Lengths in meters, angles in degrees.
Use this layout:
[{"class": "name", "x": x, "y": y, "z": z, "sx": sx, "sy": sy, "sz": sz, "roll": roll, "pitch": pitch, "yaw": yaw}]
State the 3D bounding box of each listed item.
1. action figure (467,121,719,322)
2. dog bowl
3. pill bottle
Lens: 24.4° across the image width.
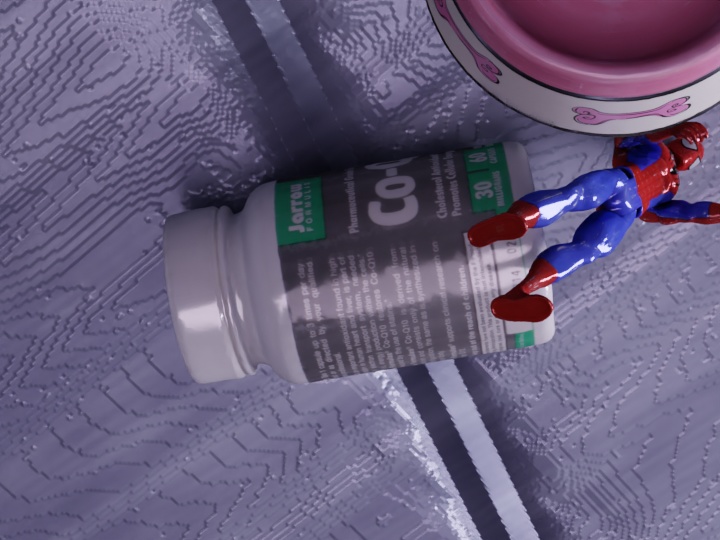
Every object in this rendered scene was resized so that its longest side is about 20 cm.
[{"class": "action figure", "x": 0.149, "y": -0.037, "z": 0.850, "sx": 0.099, "sy": 0.200, "sz": 0.065, "roll": -8, "pitch": 106, "yaw": 37}, {"class": "dog bowl", "x": 0.124, "y": -0.169, "z": 0.811, "sx": 0.199, "sy": 0.074, "sz": 0.201, "roll": 0, "pitch": 88, "yaw": 5}, {"class": "pill bottle", "x": 0.000, "y": 0.000, "z": 0.909, "sx": 0.199, "sy": 0.113, "sz": 0.113, "roll": -10, "pitch": 115, "yaw": 3}]
